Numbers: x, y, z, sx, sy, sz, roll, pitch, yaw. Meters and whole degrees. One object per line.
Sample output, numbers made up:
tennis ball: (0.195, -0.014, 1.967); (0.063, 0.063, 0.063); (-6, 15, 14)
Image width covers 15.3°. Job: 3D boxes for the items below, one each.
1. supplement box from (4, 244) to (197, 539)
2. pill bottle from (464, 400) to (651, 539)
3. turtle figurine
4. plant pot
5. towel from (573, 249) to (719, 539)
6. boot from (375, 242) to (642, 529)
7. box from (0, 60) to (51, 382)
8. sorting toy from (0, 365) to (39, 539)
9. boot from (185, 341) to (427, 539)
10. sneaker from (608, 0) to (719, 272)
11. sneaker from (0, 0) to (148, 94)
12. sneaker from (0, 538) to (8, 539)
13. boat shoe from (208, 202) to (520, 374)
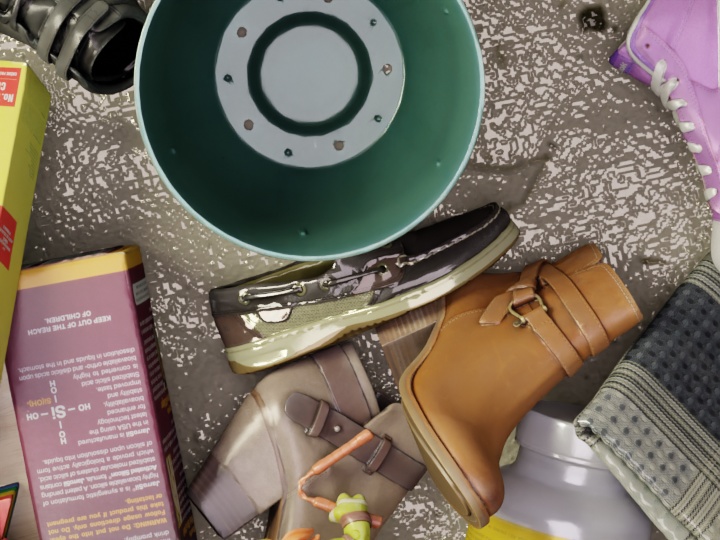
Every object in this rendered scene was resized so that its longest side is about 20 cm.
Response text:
supplement box: (-0.162, 0.090, 1.645); (0.086, 0.110, 0.200); (-10, 93, 1)
pill bottle: (0.118, 0.187, 1.666); (0.112, 0.112, 0.200); (12, 97, -2)
turtle figurine: (-0.016, 0.207, 1.616); (0.161, 0.064, 0.200); (49, 66, -19)
plant pot: (-0.030, -0.113, 1.603); (0.200, 0.161, 0.201); (0, 96, -1)
towel: (0.243, 0.106, 1.655); (0.200, 0.035, 0.193); (46, 54, -6)
boot: (0.099, 0.059, 1.613); (0.155, 0.200, 0.074); (-21, 129, 1)
box: (-0.237, -0.024, 1.574); (0.075, 0.050, 0.200); (4, 69, 13)
sorting toy: (-0.300, 0.149, 1.676); (0.200, 0.070, 0.199); (-16, 97, 1)
boot: (-0.009, 0.151, 1.687); (0.146, 0.070, 0.200); (-39, 109, -9)
sneaker: (0.208, -0.096, 1.660); (0.114, 0.073, 0.201); (5, 86, 2)
sneaker: (-0.199, -0.162, 1.576); (0.200, 0.099, 0.071); (14, 112, -40)
sneaker: (-0.276, 0.184, 1.619); (0.200, 0.079, 0.096); (41, 110, 0)
boat shoe: (0.000, 0.000, 1.662); (0.200, 0.073, 0.065); (-26, 102, 2)
